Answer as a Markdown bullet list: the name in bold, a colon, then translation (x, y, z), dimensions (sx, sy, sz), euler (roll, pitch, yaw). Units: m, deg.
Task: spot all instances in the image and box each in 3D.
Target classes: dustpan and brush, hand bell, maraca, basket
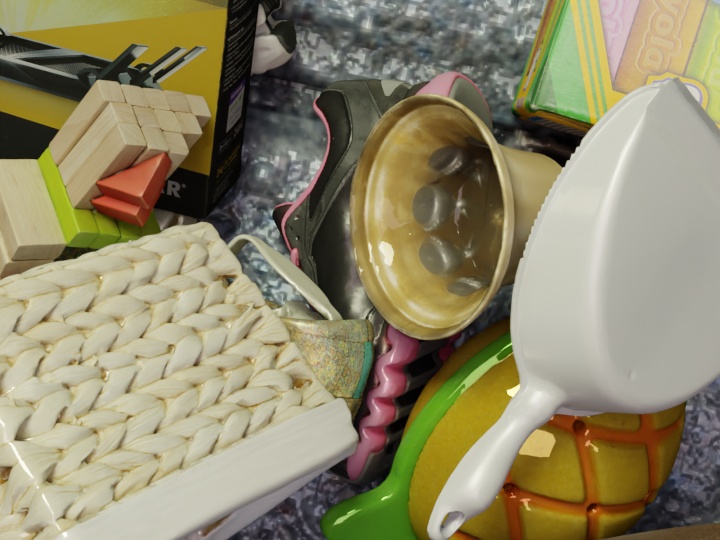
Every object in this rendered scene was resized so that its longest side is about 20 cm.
- **dustpan and brush**: translation (0.095, 0.033, 0.822), dimensions (0.140, 0.057, 0.200), euler (44, 70, -38)
- **hand bell**: translation (0.105, -0.024, 0.889), dimensions (0.200, 0.104, 0.104), euler (-1, 93, -37)
- **maraca**: translation (0.068, 0.094, 0.911), dimensions (0.200, 0.107, 0.137), euler (-43, 127, 6)
- **basket**: translation (-0.119, 0.073, 0.798), dimensions (0.136, 0.200, 0.123), euler (-37, 80, 31)

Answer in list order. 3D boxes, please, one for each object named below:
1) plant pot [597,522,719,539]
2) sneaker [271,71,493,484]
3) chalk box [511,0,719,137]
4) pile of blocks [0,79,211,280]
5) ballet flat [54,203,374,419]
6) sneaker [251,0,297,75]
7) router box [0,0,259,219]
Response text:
- **plant pot**: translation (0.111, 0.191, 0.843), dimensions (0.200, 0.187, 0.187), euler (9, 93, -26)
- **sneaker**: translation (0.000, 0.000, 0.939), dimensions (0.095, 0.079, 0.200), euler (12, 93, 23)
- **chalk box**: translation (0.159, -0.148, 0.892), dimensions (0.124, 0.124, 0.200), euler (17, 92, 1)
- **pile of blocks**: translation (-0.145, -0.004, 0.857), dimensions (0.200, 0.082, 0.062), euler (-31, 62, 15)
- **ballet flat**: translation (-0.078, 0.006, 0.909), dimensions (0.200, 0.071, 0.071), euler (28, 93, 22)
- **sneaker**: translation (-0.111, -0.170, 0.926), dimensions (0.081, 0.075, 0.200), euler (-29, 94, 14)
- **router box**: translation (-0.146, -0.125, 0.891), dimensions (0.200, 0.052, 0.157), euler (14, 120, 11)
